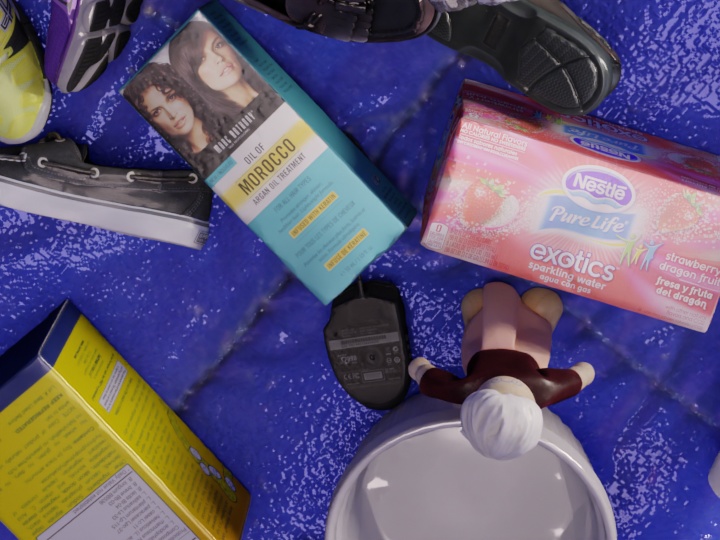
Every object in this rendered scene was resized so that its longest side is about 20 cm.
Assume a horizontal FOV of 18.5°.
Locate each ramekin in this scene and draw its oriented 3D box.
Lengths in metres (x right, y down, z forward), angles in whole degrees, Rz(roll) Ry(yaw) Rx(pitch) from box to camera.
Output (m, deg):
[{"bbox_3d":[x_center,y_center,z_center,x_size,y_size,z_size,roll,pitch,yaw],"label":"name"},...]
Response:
[{"bbox_3d":[0.077,0.174,1.537,0.199,0.105,0.201,1,110,4],"label":"ramekin"}]

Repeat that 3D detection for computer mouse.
[{"bbox_3d":[0.000,0.000,1.522,0.058,0.034,0.201,-5,104,12],"label":"computer mouse"}]

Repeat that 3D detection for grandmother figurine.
[{"bbox_3d":[0.092,0.066,1.445,0.121,0.200,0.061,-9,109,6],"label":"grandmother figurine"}]

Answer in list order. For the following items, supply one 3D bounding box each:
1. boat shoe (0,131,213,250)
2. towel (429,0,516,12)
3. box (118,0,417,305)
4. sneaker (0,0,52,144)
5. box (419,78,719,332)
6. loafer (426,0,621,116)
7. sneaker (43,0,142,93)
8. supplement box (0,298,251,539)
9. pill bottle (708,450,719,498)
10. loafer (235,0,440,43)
[{"bbox_3d":[-0.196,-0.062,1.495,0.199,0.069,0.057,13,91,-3],"label":"boat shoe"},{"bbox_3d":[0.093,-0.258,1.339,0.085,0.200,0.166,-2,108,35],"label":"towel"},{"bbox_3d":[-0.060,-0.079,1.469,0.082,0.049,0.200,-43,94,17],"label":"box"},{"bbox_3d":[-0.267,-0.172,1.440,0.075,0.076,0.201,-24,101,12],"label":"sneaker"},{"bbox_3d":[0.146,-0.044,1.455,0.199,0.103,0.095,17,110,-2],"label":"box"},{"bbox_3d":[0.085,-0.174,1.434,0.200,0.063,0.072,41,119,9],"label":"loafer"},{"bbox_3d":[-0.187,-0.217,1.439,0.083,0.081,0.201,10,104,17],"label":"sneaker"},{"bbox_3d":[-0.184,0.140,1.538,0.109,0.110,0.200,-38,103,16],"label":"supplement box"},{"bbox_3d":[0.313,0.073,1.481,0.112,0.112,0.201,21,110,-4],"label":"pill bottle"},{"bbox_3d":[-0.047,-0.184,1.400,0.199,0.063,0.072,20,118,22],"label":"loafer"}]
